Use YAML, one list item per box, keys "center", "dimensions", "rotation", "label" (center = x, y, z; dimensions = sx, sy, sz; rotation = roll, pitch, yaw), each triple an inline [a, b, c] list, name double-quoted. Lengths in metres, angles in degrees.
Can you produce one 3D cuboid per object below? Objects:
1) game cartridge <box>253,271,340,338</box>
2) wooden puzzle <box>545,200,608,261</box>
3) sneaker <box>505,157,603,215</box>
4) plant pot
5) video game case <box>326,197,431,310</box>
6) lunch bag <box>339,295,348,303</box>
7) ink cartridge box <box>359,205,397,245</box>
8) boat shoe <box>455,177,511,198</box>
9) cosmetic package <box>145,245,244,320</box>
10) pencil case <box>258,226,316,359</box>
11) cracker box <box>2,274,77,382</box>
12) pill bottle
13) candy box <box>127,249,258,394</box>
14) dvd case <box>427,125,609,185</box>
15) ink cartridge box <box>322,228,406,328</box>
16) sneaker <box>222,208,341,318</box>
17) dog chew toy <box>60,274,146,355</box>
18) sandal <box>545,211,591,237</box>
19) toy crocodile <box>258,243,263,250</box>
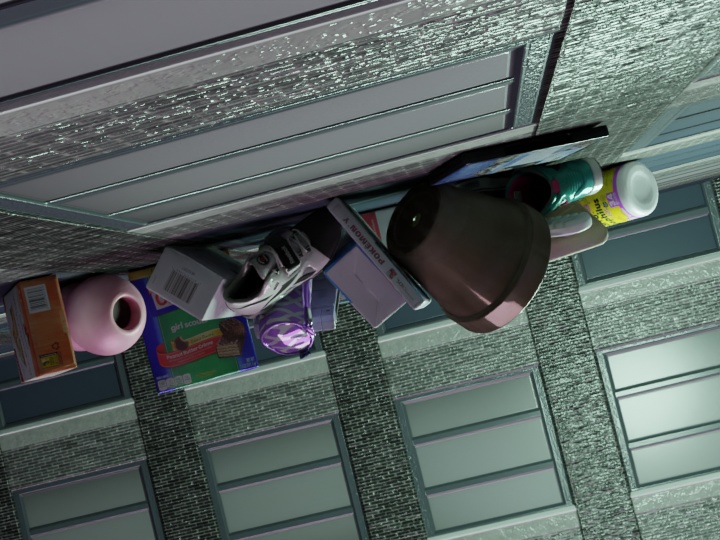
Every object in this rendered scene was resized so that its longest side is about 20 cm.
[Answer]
- center: [-0.098, 0.049, 1.818]
  dimensions: [0.129, 0.038, 0.200]
  rotation: [-3, -160, 3]
  label: "game cartridge"
- center: [0.277, -0.054, 1.829]
  dimensions: [0.185, 0.046, 0.200]
  rotation: [-19, -154, -2]
  label: "wooden puzzle"
- center: [0.265, -0.116, 1.752]
  dimensions: [0.120, 0.084, 0.200]
  rotation: [-14, 176, -25]
  label: "sneaker"
- center: [0.137, -0.035, 1.614]
  dimensions: [0.173, 0.200, 0.200]
  rotation: [27, 154, -30]
  label: "plant pot"
- center: [0.029, -0.020, 1.606]
  dimensions: [0.023, 0.182, 0.200]
  rotation: [-41, 175, 3]
  label: "video game case"
- center: [-0.013, -0.002, 2.091]
  dimensions: [0.200, 0.077, 0.161]
  rotation: [-13, -150, 34]
  label: "lunch bag"
- center: [0.069, -0.061, 1.896]
  dimensions: [0.199, 0.084, 0.145]
  rotation: [-13, 176, -11]
  label: "ink cartridge box"
- center: [0.201, -0.108, 1.807]
  dimensions: [0.071, 0.064, 0.200]
  rotation: [-15, 177, 26]
  label: "boat shoe"
- center: [-0.222, 0.017, 1.684]
  dimensions: [0.102, 0.074, 0.200]
  rotation: [30, -172, 9]
  label: "cosmetic package"
- center: [-0.106, 0.028, 1.703]
  dimensions: [0.085, 0.200, 0.084]
  rotation: [-31, 134, 30]
  label: "pencil case"
- center: [-0.467, 0.088, 1.668]
  dimensions: [0.058, 0.134, 0.200]
  rotation: [-13, 177, -24]
  label: "cracker box"
- center: [0.454, -0.133, 2.177]
  dimensions: [0.104, 0.105, 0.200]
  rotation: [-12, 177, -38]
  label: "pill bottle"
- center: [-0.269, 0.081, 1.859]
  dimensions: [0.169, 0.201, 0.077]
  rotation: [-15, 176, -11]
  label: "candy box"
- center: [0.199, -0.147, 1.475]
  dimensions: [0.199, 0.018, 0.143]
  rotation: [-12, 177, -16]
  label: "dvd case"
- center: [0.000, 0.000, 1.725]
  dimensions: [0.068, 0.116, 0.200]
  rotation: [-41, -167, 5]
  label: "ink cartridge box"
- center: [-0.109, -0.010, 1.601]
  dimensions: [0.200, 0.074, 0.088]
  rotation: [-45, 161, 5]
  label: "sneaker"
- center: [-0.427, 0.072, 1.789]
  dimensions: [0.200, 0.125, 0.124]
  rotation: [-7, -177, 39]
  label: "dog chew toy"
- center: [0.252, -0.043, 1.709]
  dimensions: [0.202, 0.050, 0.082]
  rotation: [-11, -169, 46]
  label: "sandal"
- center: [-0.088, -0.029, 1.959]
  dimensions: [0.062, 0.068, 0.200]
  rotation: [-10, 179, 42]
  label: "toy crocodile"
